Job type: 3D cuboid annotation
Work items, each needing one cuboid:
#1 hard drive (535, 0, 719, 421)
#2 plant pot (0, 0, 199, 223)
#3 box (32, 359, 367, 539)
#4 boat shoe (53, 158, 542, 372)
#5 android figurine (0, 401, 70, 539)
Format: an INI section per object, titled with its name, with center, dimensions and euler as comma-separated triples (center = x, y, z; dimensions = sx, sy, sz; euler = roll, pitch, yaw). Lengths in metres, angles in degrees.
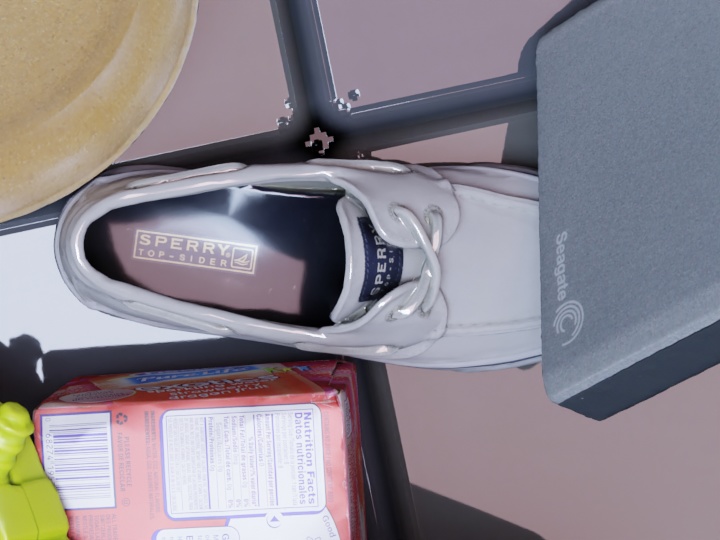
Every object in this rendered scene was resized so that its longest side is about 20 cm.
[hard drive]
center = 0.132, -0.052, 0.898
dimensions = 0.033, 0.200, 0.140
euler = 24, 52, -33
[plant pot]
center = -0.150, -0.098, 0.925
dimensions = 0.199, 0.028, 0.201
euler = -2, 126, -3
[box]
center = -0.045, 0.133, 0.952
dimensions = 0.099, 0.095, 0.201
euler = -3, 94, 3
[boat shoe]
center = 0.000, 0.000, 0.967
dimensions = 0.199, 0.065, 0.074
euler = -2, 93, -6
[android figurine]
center = -0.159, 0.108, 0.925
dimensions = 0.182, 0.041, 0.200
euler = 42, 116, 25
